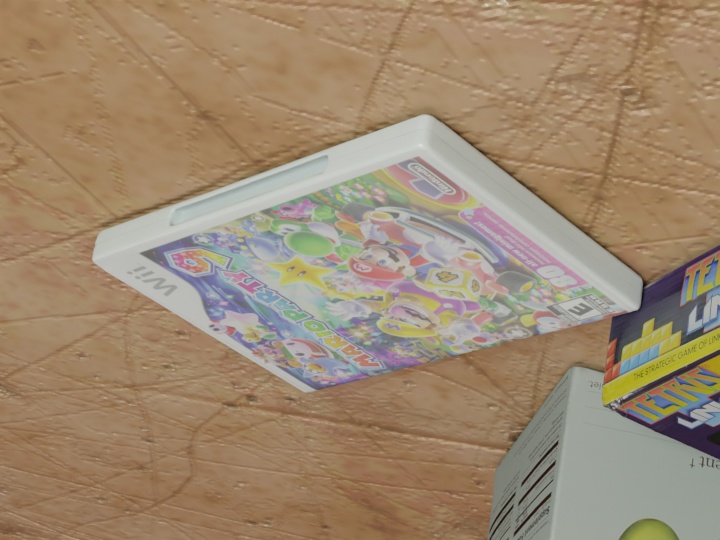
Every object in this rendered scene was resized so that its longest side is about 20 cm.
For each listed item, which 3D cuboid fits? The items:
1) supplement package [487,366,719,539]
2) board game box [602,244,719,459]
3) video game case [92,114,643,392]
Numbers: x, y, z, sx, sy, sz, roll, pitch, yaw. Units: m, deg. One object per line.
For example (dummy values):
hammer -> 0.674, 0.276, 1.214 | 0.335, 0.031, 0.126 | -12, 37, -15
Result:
supplement package -> 0.158, 0.182, 0.922 | 0.191, 0.200, 0.147 | 13, 152, -5
board game box -> 0.222, 0.033, 0.780 | 0.165, 0.057, 0.200 | 26, 149, -21
video game case -> 0.000, 0.000, 0.841 | 0.200, 0.018, 0.143 | -16, 142, 41
